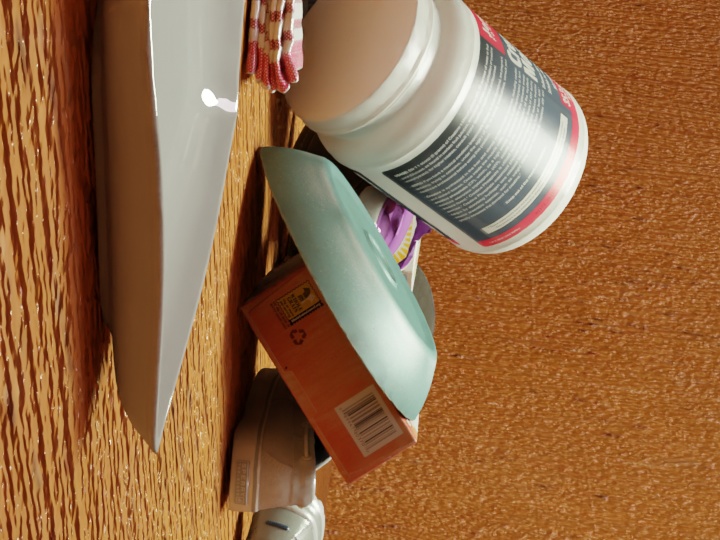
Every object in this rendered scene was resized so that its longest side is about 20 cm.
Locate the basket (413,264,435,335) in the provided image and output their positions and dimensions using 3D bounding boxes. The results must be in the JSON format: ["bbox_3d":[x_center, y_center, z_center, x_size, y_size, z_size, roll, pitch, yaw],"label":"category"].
[{"bbox_3d":[0.002,0.086,1.978,0.200,0.135,0.182,-66,168,-73],"label":"basket"}]

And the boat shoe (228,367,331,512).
[{"bbox_3d":[-0.048,0.116,1.302,0.200,0.068,0.073,-69,166,-83],"label":"boat shoe"}]

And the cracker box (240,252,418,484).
[{"bbox_3d":[-0.016,0.055,1.278,0.135,0.057,0.200,58,5,-4],"label":"cracker box"}]

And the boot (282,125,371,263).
[{"bbox_3d":[-0.027,-0.036,1.515,0.155,0.073,0.202,87,21,-77],"label":"boot"}]

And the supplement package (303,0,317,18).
[{"bbox_3d":[0.024,-0.267,1.423,0.122,0.118,0.201,92,4,-51],"label":"supplement package"}]

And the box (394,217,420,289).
[{"bbox_3d":[0.007,-0.088,1.709,0.101,0.111,0.202,88,10,-77],"label":"box"}]

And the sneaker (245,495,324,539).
[{"bbox_3d":[-0.070,0.256,1.421,0.082,0.074,0.201,-59,154,-49],"label":"sneaker"}]

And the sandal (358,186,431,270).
[{"bbox_3d":[0.028,-0.030,1.436,0.203,0.049,0.083,-39,147,-74],"label":"sandal"}]

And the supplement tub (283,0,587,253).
[{"bbox_3d":[0.055,-0.112,1.332,0.199,0.140,0.142,34,52,-39],"label":"supplement tub"}]

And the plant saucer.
[{"bbox_3d":[0.000,0.000,1.211,0.201,0.036,0.200,59,6,-10],"label":"plant saucer"}]

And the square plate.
[{"bbox_3d":[-0.066,-0.074,0.667,0.199,0.028,0.201,-81,177,-47],"label":"square plate"}]

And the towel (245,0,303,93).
[{"bbox_3d":[-0.038,-0.210,1.092,0.146,0.030,0.202,-80,176,-78],"label":"towel"}]
